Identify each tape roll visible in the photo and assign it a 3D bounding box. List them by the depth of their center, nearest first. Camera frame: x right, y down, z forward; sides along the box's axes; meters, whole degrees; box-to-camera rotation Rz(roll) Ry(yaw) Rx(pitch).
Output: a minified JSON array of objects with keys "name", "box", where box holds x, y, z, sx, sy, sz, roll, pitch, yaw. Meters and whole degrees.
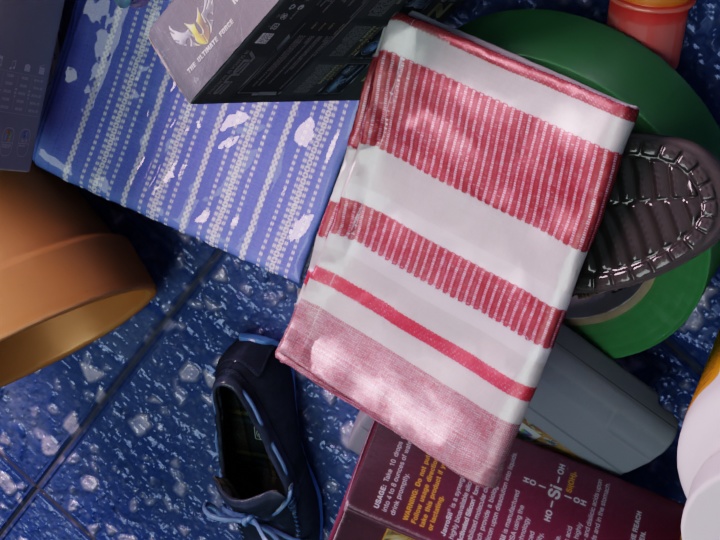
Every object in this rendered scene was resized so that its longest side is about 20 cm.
[{"name":"tape roll","box":[0.103,-0.043,0.753,0.199,0.048,0.202,22,138,22]}]

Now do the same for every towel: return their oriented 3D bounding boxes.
[{"name":"towel","box":[0.041,-0.012,0.683,0.143,0.023,0.202,28,109,28]},{"name":"towel","box":[-0.100,-0.096,0.835,0.198,0.024,0.146,23,100,14]}]

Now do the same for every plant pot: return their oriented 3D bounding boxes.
[{"name":"plant pot","box":[-0.254,-0.004,0.905,0.199,0.199,0.141,-32,84,36]}]

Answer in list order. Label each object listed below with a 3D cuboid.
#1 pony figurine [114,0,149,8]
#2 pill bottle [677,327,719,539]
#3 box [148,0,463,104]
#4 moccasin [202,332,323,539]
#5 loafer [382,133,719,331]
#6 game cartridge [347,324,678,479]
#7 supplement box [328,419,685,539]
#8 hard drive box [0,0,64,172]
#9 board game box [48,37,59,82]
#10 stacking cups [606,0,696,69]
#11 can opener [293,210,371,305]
[{"name":"pony figurine","box":[-0.091,-0.210,0.720,0.191,0.200,0.168,-20,100,17]},{"name":"pill bottle","box":[0.223,0.078,0.692,0.110,0.200,0.112,12,121,20]},{"name":"box","box":[0.010,-0.163,0.682,0.200,0.157,0.051,-42,72,33]},{"name":"moccasin","box":[-0.079,0.142,0.961,0.080,0.068,0.202,1,117,26]},{"name":"loafer","box":[0.100,-0.020,0.700,0.199,0.071,0.074,-15,85,35]},{"name":"game cartridge","box":[0.079,0.094,0.834,0.133,0.042,0.200,31,143,-15]},{"name":"supplement box","box":[0.085,0.163,0.813,0.198,0.086,0.111,22,144,4]},{"name":"hard drive box","box":[-0.255,-0.173,0.799,0.154,0.077,0.202,16,97,16]},{"name":"board game box","box":[-0.293,-0.188,0.886,0.198,0.035,0.128,4,111,17]},{"name":"stacking cups","box":[0.154,-0.190,0.669,0.060,0.061,0.202,12,124,20]},{"name":"can opener","box":[0.000,0.000,0.817,0.078,0.064,0.201,-2,147,-4]}]
